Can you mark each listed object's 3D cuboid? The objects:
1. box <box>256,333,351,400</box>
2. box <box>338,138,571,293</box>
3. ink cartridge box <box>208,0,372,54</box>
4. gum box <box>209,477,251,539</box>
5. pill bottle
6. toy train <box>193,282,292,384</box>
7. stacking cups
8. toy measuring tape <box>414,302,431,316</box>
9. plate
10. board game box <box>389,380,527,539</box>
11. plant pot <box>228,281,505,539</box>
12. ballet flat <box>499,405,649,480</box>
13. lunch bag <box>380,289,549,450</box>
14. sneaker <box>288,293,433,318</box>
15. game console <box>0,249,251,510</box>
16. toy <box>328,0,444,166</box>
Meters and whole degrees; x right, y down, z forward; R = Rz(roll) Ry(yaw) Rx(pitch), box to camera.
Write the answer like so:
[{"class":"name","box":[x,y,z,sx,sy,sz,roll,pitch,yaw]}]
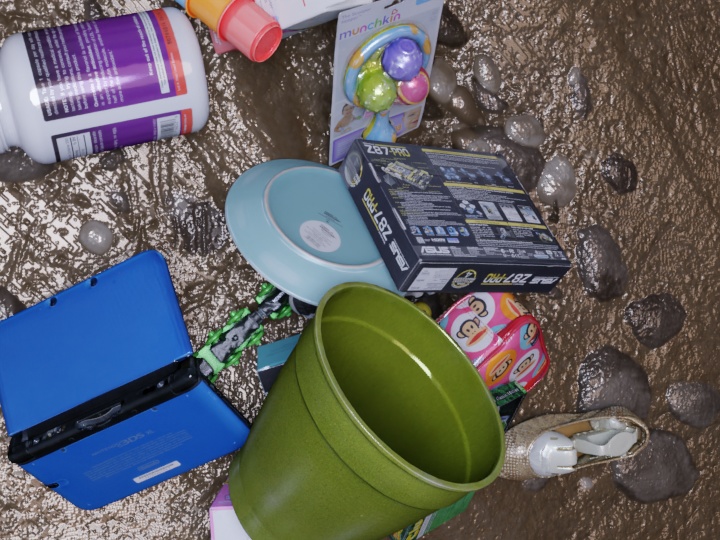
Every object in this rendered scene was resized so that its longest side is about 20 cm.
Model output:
[{"class":"box","box":[-0.037,0.161,0.900,0.081,0.049,0.203,-16,113,-1]},{"class":"box","box":[0.094,-0.053,0.888,0.197,0.049,0.163,0,51,-35]},{"class":"ink cartridge box","box":[-0.062,-0.277,0.807,0.067,0.198,0.119,-23,103,-44]},{"class":"gum box","box":[-0.098,0.308,0.880,0.065,0.114,0.205,-3,95,3]},{"class":"pill bottle","box":[-0.240,-0.162,0.802,0.196,0.112,0.115,-15,99,-18]},{"class":"toy train","box":[-0.122,0.063,0.891,0.200,0.056,0.042,-43,98,-12]},{"class":"stacking cups","box":[-0.149,-0.261,0.809,0.199,0.061,0.061,41,81,11]},{"class":"toy measuring tape","box":[0.000,0.100,0.928,0.199,0.073,0.074,-37,105,-13]},{"class":"plate","box":[-0.031,-0.045,0.858,0.196,0.202,0.026,12,133,-20]},{"class":"board game box","box":[0.096,0.200,0.920,0.104,0.023,0.202,-20,142,-37]},{"class":"plant pot","box":[-0.012,0.151,0.774,0.199,0.202,0.193,32,120,-19]},{"class":"ballet flat","box":[0.243,0.196,1.025,0.196,0.065,0.072,-13,99,-18]},{"class":"lunch bag","box":[0.102,0.122,0.933,0.199,0.082,0.177,-41,149,-5]},{"class":"sneaker","box":[0.000,0.000,0.899,0.198,0.074,0.083,-10,89,-50]},{"class":"game console","box":[-0.223,0.108,0.839,0.197,0.120,0.171,-23,134,12]},{"class":"toy","box":[0.031,-0.172,0.859,0.114,0.201,0.048,-25,66,-20]}]
